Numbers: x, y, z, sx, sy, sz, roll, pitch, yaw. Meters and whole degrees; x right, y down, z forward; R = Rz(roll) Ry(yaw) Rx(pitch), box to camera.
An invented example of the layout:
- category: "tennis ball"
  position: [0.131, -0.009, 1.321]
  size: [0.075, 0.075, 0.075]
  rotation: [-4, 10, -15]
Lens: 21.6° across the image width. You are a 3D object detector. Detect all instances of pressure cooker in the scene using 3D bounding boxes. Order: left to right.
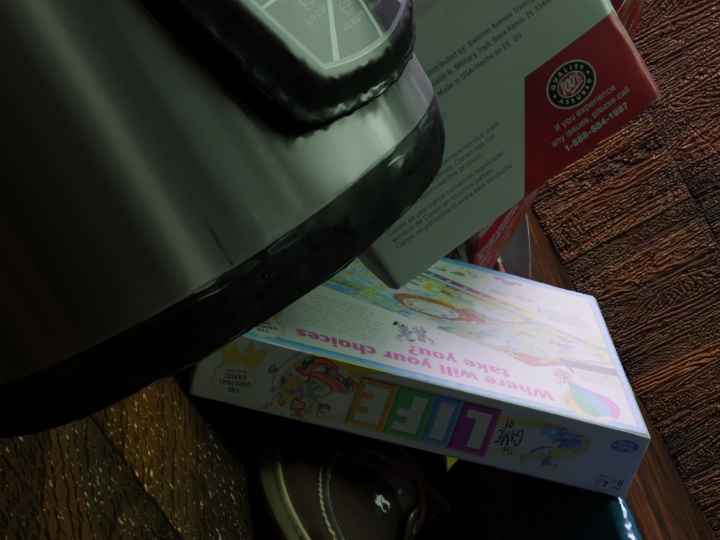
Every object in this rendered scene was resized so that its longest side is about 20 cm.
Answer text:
- category: "pressure cooker"
  position: [-0.091, -0.076, 0.523]
  size: [0.201, 0.178, 0.176]
  rotation: [60, -10, -13]

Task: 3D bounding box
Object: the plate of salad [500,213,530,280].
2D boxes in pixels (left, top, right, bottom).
- category: "plate of salad"
  position: [0.050, -0.005, 1.112]
  size: [0.048, 0.200, 0.201]
  rotation: [0, 52, -31]

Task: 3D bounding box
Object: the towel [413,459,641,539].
- category: "towel"
  position: [0.069, 0.141, 0.878]
  size: [0.022, 0.147, 0.200]
  rotation: [34, 19, -20]

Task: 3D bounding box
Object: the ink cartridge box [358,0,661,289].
- category: "ink cartridge box"
  position: [0.002, -0.126, 0.809]
  size: [0.200, 0.145, 0.145]
  rotation: [56, -3, -22]

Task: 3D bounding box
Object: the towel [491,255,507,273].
- category: "towel"
  position: [0.032, 0.004, 1.072]
  size: [0.023, 0.144, 0.201]
  rotation: [0, 61, -34]

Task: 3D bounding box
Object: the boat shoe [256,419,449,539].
- category: "boat shoe"
  position: [0.004, 0.093, 0.858]
  size: [0.072, 0.072, 0.200]
  rotation: [61, 10, -7]

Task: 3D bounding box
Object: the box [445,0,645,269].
- category: "box"
  position: [0.069, -0.098, 0.992]
  size: [0.095, 0.200, 0.100]
  rotation: [29, -21, 11]

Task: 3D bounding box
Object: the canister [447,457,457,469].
- category: "canister"
  position: [0.092, 0.117, 1.233]
  size: [0.149, 0.086, 0.200]
  rotation: [67, 9, 26]

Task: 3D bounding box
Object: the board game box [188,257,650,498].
- category: "board game box"
  position: [0.022, 0.032, 0.857]
  size: [0.199, 0.034, 0.135]
  rotation: [15, 24, -11]
